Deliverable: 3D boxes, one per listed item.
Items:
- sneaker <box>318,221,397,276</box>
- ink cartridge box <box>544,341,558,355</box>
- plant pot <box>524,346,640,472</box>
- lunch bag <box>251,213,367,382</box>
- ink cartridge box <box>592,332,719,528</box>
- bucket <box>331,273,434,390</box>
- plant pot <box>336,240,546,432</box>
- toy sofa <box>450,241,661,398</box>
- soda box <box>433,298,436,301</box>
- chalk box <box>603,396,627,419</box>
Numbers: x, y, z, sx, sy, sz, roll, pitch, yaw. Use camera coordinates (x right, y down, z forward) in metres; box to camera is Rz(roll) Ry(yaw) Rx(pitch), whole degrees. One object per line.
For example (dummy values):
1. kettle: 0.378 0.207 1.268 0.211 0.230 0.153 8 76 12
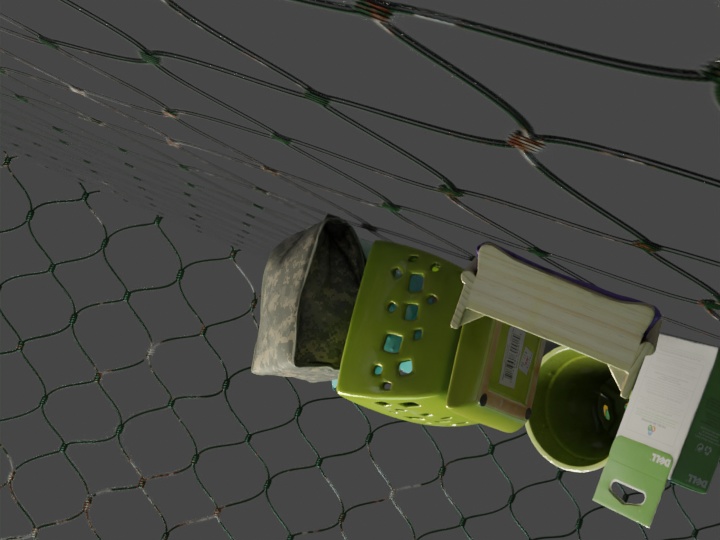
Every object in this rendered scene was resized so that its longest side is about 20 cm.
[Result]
1. sneaker: 0.000 0.000 1.587 0.118 0.074 0.200 28 175 17
2. ink cartridge box: 0.249 0.128 1.897 0.144 0.085 0.199 26 175 -39
3. plant pot: 0.398 0.223 1.808 0.199 0.202 0.189 19 -173 39
4. lunch bag: -0.059 0.038 1.427 0.117 0.202 0.164 10 167 -23
5. ink cartridge box: 0.334 0.174 1.184 0.059 0.201 0.104 23 177 -25
6. bucket: 0.035 0.095 1.715 0.206 0.136 0.207 -14 169 -3
7. plant pot: 0.113 0.090 1.345 0.180 0.202 0.199 8 168 36
8. toy sofa: 0.198 0.037 1.101 0.199 0.098 0.083 21 -159 13
9. soda box: 0.163 0.075 1.775 0.064 0.068 0.200 24 176 -18
10. chalk box: 0.498 0.326 2.250 0.198 0.126 0.124 -16 176 -1
